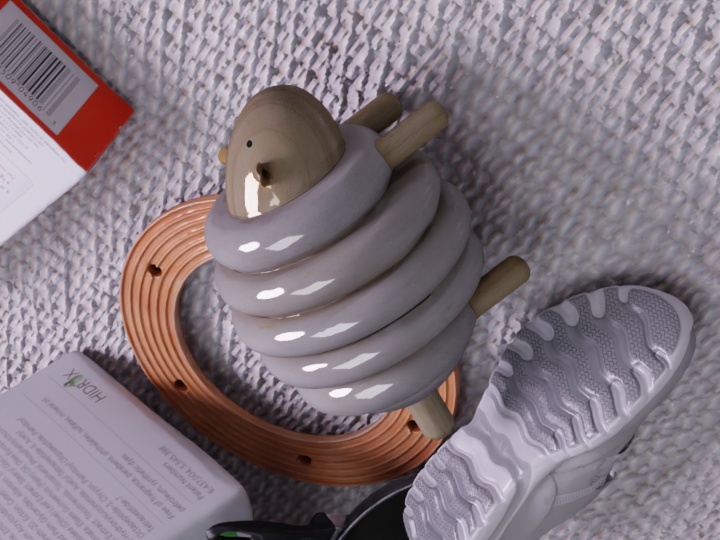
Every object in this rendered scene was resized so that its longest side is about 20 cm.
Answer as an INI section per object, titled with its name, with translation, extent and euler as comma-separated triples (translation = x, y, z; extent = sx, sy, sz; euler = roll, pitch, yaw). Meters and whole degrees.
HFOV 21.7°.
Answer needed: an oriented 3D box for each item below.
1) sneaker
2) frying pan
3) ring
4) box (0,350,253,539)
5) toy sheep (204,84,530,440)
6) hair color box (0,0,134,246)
[sneaker]
translation = 0.104, 0.078, 0.962
extent = 0.200, 0.082, 0.075
euler = -47, 54, 33
[frying pan]
translation = -0.004, 0.156, 1.024
extent = 0.190, 0.031, 0.115
euler = -7, 130, -23
[ring]
translation = -0.039, 0.038, 1.024
extent = 0.200, 0.019, 0.201
euler = 15, 132, 17
[box]
translation = -0.157, 0.195, 1.060
extent = 0.200, 0.171, 0.199
euler = 32, 146, 48
[toy sheep]
translation = 0.000, 0.000, 0.889
extent = 0.138, 0.138, 0.200
euler = -16, 116, 36
[hair color box]
translation = -0.225, -0.062, 1.006
extent = 0.111, 0.064, 0.200
euler = 45, 131, -14
